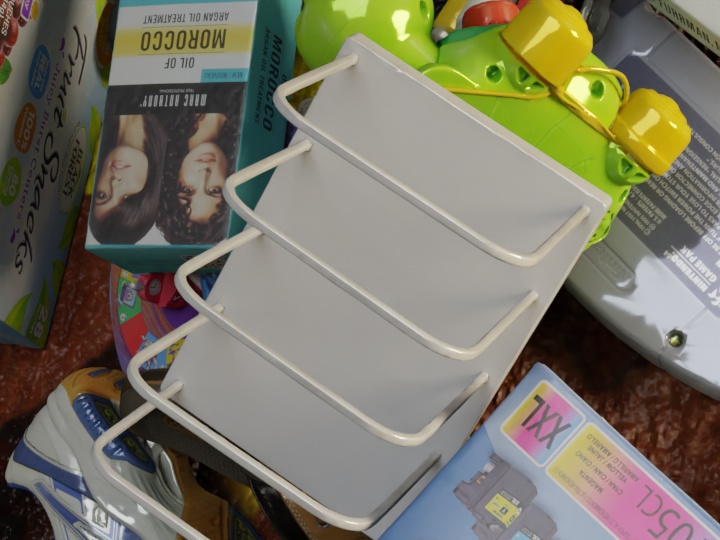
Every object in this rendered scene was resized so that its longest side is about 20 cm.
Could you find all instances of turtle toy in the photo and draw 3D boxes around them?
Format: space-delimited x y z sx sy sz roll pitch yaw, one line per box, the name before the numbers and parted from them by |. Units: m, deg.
turtle toy | 0.052 -0.074 1.002 0.146 0.200 0.101 -46 30 10

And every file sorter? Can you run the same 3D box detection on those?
file sorter | -0.011 0.026 0.912 0.138 0.124 0.201 33 113 9

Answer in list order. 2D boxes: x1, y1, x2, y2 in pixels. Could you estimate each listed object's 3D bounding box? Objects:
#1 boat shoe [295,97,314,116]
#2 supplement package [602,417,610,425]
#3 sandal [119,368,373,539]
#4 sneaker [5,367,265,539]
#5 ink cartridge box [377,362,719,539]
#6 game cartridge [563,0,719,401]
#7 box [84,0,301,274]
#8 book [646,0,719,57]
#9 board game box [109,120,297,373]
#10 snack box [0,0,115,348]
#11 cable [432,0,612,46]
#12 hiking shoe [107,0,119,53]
boat shoe | 0.000 0.000 1.081 0.062 0.071 0.201 -56 44 42
supplement package | 0.078 0.186 0.969 0.200 0.121 0.120 -39 67 2
sandal | -0.031 0.106 1.030 0.198 0.082 0.055 21 59 2
sneaker | -0.106 0.149 1.074 0.088 0.075 0.201 -45 67 24
ink cartridge box | 0.061 0.160 0.877 0.136 0.076 0.200 42 89 22
game cartridge | 0.156 -0.034 1.062 0.133 0.041 0.200 -41 67 -3
box | -0.079 -0.101 1.043 0.082 0.049 0.202 0 76 24
book | 0.186 -0.182 1.038 0.134 0.048 0.200 -45 61 -6
board game box | -0.073 0.005 1.067 0.199 0.039 0.160 -7 82 41
snack box | -0.199 -0.078 1.107 0.067 0.169 0.202 10 75 15
cable | 0.100 -0.185 1.095 0.097 0.050 0.202 3 67 46
hiking shoe | -0.065 -0.188 1.137 0.199 0.101 0.076 -37 65 2
